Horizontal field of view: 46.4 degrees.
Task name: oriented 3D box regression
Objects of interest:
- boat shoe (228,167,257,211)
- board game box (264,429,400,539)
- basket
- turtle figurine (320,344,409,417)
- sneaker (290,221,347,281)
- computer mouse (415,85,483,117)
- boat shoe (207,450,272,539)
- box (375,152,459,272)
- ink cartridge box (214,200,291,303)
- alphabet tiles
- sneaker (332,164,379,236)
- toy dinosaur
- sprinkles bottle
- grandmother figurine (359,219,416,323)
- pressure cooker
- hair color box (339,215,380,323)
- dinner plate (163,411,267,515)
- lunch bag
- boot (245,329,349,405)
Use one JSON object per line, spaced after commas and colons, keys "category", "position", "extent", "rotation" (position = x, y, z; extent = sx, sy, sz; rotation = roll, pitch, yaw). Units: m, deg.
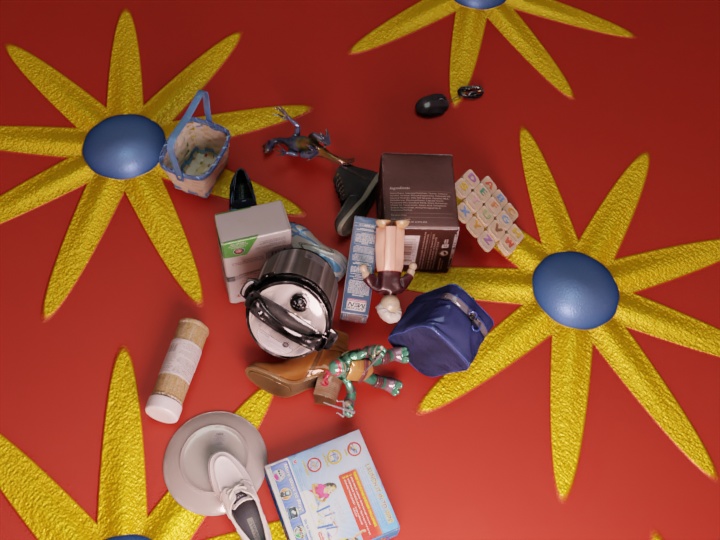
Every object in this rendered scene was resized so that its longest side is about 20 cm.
{"category": "boat shoe", "position": [-0.267, -0.138, 1.868], "extent": [0.082, 0.069, 0.203], "rotation": [-12, 59, -12]}
{"category": "board game box", "position": [-0.054, 0.421, 1.534], "extent": [0.192, 0.056, 0.203], "rotation": [-17, 61, -15]}
{"category": "basket", "position": [-0.371, -0.273, 1.865], "extent": [0.136, 0.202, 0.178], "rotation": [19, 56, 8]}
{"category": "turtle figurine", "position": [0.005, 0.193, 1.609], "extent": [0.197, 0.152, 0.101], "rotation": [3, 32, -45]}
{"category": "sneaker", "position": [-0.118, -0.041, 1.817], "extent": [0.198, 0.073, 0.073], "rotation": [31, 53, 16]}
{"category": "computer mouse", "position": [0.226, -0.436, 2.121], "extent": [0.197, 0.034, 0.059], "rotation": [-23, 61, -19]}
{"category": "boat shoe", "position": [-0.212, 0.410, 1.505], "extent": [0.073, 0.066, 0.202], "rotation": [-29, 75, -20]}
{"category": "box", "position": [0.120, -0.125, 1.834], "extent": [0.160, 0.167, 0.204], "rotation": [1, 58, -3]}
{"category": "ink cartridge box", "position": [-0.217, -0.035, 1.730], "extent": [0.143, 0.202, 0.084], "rotation": [-13, 54, -13]}
{"category": "alphabet tiles", "position": [0.286, -0.130, 1.880], "extent": [0.201, 0.015, 0.195], "rotation": [50, 42, -2]}
{"category": "sneaker", "position": [-0.034, -0.162, 1.908], "extent": [0.104, 0.076, 0.201], "rotation": [22, 49, 15]}
{"category": "toy dinosaur", "position": [-0.145, -0.279, 1.958], "extent": [0.199, 0.180, 0.106], "rotation": [40, 73, -27]}
{"category": "sprinkles bottle", "position": [-0.358, 0.194, 1.648], "extent": [0.067, 0.069, 0.203], "rotation": [12, 57, 4]}
{"category": "grandmother figurine", "position": [0.056, 0.003, 1.678], "extent": [0.118, 0.061, 0.205], "rotation": [-1, 86, -3]}
{"category": "pressure cooker", "position": [-0.134, 0.067, 1.621], "extent": [0.172, 0.182, 0.201], "rotation": [-8, 24, 7]}
{"category": "hair color box", "position": [0.000, 0.000, 1.747], "extent": [0.059, 0.100, 0.205], "rotation": [9, 78, 0]}
{"category": "dinner plate", "position": [-0.273, 0.357, 1.579], "extent": [0.195, 0.024, 0.204], "rotation": [3, 56, -4]}
{"category": "lunch bag", "position": [0.166, 0.111, 1.660], "extent": [0.136, 0.199, 0.133], "rotation": [44, 60, -15]}
{"category": "boot", "position": [-0.121, 0.176, 1.683], "extent": [0.196, 0.074, 0.157], "rotation": [17, 56, -4]}
